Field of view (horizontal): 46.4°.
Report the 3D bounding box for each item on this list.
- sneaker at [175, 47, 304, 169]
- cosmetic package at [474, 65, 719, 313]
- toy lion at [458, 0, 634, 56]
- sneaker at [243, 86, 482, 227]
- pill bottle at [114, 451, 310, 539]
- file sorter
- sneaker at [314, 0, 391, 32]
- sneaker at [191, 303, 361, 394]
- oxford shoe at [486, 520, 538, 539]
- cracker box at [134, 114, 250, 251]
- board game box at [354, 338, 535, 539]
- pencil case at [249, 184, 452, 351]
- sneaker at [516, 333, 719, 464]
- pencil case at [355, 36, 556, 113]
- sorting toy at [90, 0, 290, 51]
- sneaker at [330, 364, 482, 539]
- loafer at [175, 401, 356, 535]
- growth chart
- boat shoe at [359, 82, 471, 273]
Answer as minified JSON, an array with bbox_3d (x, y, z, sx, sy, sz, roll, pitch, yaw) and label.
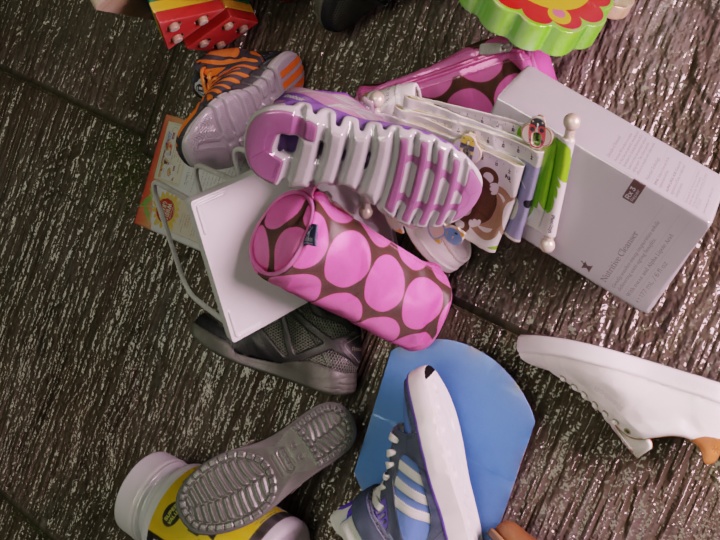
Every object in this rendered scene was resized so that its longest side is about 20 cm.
[{"bbox_3d":[-0.155,-0.180,0.921,0.110,0.200,0.079,14,133,29],"label":"sneaker"},{"bbox_3d":[0.192,-0.072,0.721,0.198,0.081,0.114,30,134,11],"label":"cosmetic package"},{"bbox_3d":[0.154,-0.279,0.749,0.201,0.189,0.069,55,151,20],"label":"toy lion"},{"bbox_3d":[0.006,-0.102,0.691,0.196,0.089,0.081,16,123,-8],"label":"sneaker"},{"bbox_3d":[-0.162,0.281,0.906,0.197,0.114,0.116,20,95,27],"label":"pill bottle"},{"bbox_3d":[-0.085,-0.054,0.818,0.124,0.198,0.141,24,135,50],"label":"file sorter"},{"bbox_3d":[0.041,-0.308,0.870,0.199,0.076,0.115,-40,63,13],"label":"sneaker"},{"bbox_3d":[-0.086,0.053,0.900,0.196,0.076,0.117,12,89,25],"label":"sneaker"},{"bbox_3d":[0.207,0.273,0.748,0.198,0.071,0.072,27,80,21],"label":"oxford shoe"},{"bbox_3d":[-0.155,-0.086,0.964,0.197,0.057,0.136,21,95,28],"label":"cracker box"},{"bbox_3d":[0.086,0.168,0.830,0.156,0.039,0.204,21,101,23],"label":"board game box"},{"bbox_3d":[0.000,0.000,0.762,0.090,0.199,0.095,26,87,50],"label":"pencil case"},{"bbox_3d":[0.224,0.114,0.740,0.197,0.073,0.086,17,91,26],"label":"sneaker"},{"bbox_3d":[0.089,-0.171,0.816,0.197,0.093,0.093,-17,73,25],"label":"pencil case"},{"bbox_3d":[-0.153,-0.311,0.912,0.198,0.198,0.071,-27,90,23],"label":"sorting toy"},{"bbox_3d":[0.026,0.202,0.791,0.144,0.080,0.204,-14,91,20],"label":"sneaker"},{"bbox_3d":[-0.092,0.205,0.855,0.197,0.070,0.076,-26,76,-6],"label":"loafer"},{"bbox_3d":[0.084,-0.080,0.718,0.197,0.018,0.147,14,127,24],"label":"growth chart"},{"bbox_3d":[0.068,-0.083,0.786,0.068,0.201,0.071,-14,35,28],"label":"boat shoe"}]
